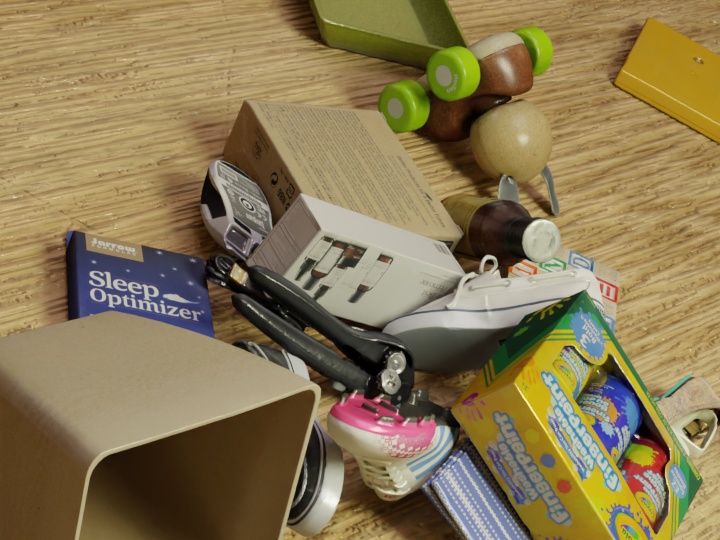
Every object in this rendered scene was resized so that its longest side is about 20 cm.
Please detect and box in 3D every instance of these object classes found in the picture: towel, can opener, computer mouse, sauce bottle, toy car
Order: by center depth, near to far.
[{"bbox_3d":[0.133,0.189,1.413,0.145,0.024,0.200,56,36,-2],"label":"towel"},{"bbox_3d":[-0.030,0.061,1.445,0.199,0.064,0.078,30,-17,-35],"label":"can opener"},{"bbox_3d":[-0.107,-0.024,1.549,0.109,0.044,0.201,31,24,-32],"label":"computer mouse"},{"bbox_3d":[0.130,-0.036,1.634,0.065,0.067,0.200,11,3,-23],"label":"sauce bottle"},{"bbox_3d":[0.145,-0.140,1.852,0.163,0.157,0.202,-21,84,-45],"label":"toy car"}]

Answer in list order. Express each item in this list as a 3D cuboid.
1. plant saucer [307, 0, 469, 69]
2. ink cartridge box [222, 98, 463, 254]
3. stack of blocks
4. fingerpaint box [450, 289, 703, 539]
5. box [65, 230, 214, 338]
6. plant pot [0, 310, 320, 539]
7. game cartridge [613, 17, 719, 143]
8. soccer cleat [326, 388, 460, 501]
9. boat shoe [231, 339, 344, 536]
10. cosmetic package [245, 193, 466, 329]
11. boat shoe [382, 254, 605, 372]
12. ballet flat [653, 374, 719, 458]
[{"bbox_3d":[0.015,-0.307,2.028,0.198,0.048,0.201,10,36,-24],"label":"plant saucer"},{"bbox_3d":[-0.020,-0.074,1.656,0.163,0.076,0.201,3,39,-34],"label":"ink cartridge box"},{"bbox_3d":[0.179,0.053,1.636,0.114,0.059,0.201,24,33,-4],"label":"stack of blocks"},{"bbox_3d":[0.183,0.144,1.412,0.201,0.073,0.167,57,37,-8],"label":"fingerpaint box"},{"bbox_3d":[-0.184,0.029,1.439,0.120,0.033,0.201,12,35,-21],"label":"box"},{"bbox_3d":[-0.174,0.138,1.165,0.176,0.202,0.199,33,31,34],"label":"plant pot"},{"bbox_3d":[0.430,-0.247,2.260,0.175,0.033,0.200,30,35,4],"label":"game cartridge"},{"bbox_3d":[0.025,0.142,1.336,0.069,0.087,0.200,23,6,24],"label":"soccer cleat"},{"bbox_3d":[-0.066,0.123,1.340,0.068,0.074,0.200,29,28,-30],"label":"boat shoe"},{"bbox_3d":[0.000,0.000,1.512,0.199,0.083,0.051,16,32,-47],"label":"cosmetic package"},{"bbox_3d":[0.116,0.029,1.535,0.200,0.075,0.087,-11,49,13],"label":"boat shoe"},{"bbox_3d":[0.281,0.148,1.574,0.067,0.068,0.199,47,39,18],"label":"ballet flat"}]
